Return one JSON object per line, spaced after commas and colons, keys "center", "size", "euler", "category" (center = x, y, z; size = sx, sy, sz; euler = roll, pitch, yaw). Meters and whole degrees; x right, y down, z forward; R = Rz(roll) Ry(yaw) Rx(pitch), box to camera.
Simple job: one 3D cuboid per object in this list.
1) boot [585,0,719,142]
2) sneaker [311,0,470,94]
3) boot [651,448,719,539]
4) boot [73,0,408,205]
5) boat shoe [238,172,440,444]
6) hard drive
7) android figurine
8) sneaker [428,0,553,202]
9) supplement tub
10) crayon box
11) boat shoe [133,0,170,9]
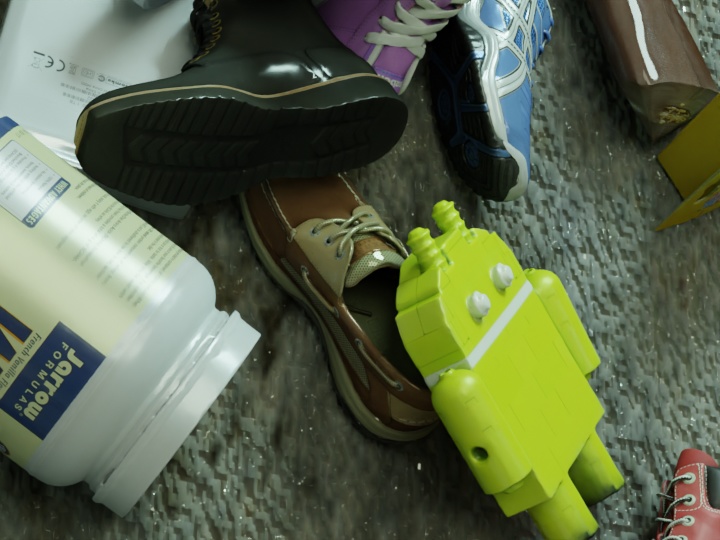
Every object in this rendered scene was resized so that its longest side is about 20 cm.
{"center": [0.146, -0.182, 1.521], "size": [0.186, 0.064, 0.200], "euler": [5, 64, -53], "category": "boot"}
{"center": [0.044, -0.159, 1.437], "size": [0.073, 0.200, 0.114], "euler": [16, 71, -38], "category": "sneaker"}
{"center": [0.162, 0.172, 1.407], "size": [0.200, 0.072, 0.144], "euler": [1, 63, -24], "category": "boot"}
{"center": [-0.090, -0.111, 1.386], "size": [0.200, 0.077, 0.138], "euler": [-4, 45, -36], "category": "boot"}
{"center": [0.000, 0.000, 1.412], "size": [0.076, 0.074, 0.200], "euler": [-25, 79, -28], "category": "boat shoe"}
{"center": [-0.143, -0.140, 1.445], "size": [0.132, 0.026, 0.200], "euler": [18, 62, -13], "category": "hard drive"}
{"center": [0.083, 0.056, 1.391], "size": [0.200, 0.041, 0.182], "euler": [61, 28, -8], "category": "android figurine"}
{"center": [0.084, -0.136, 1.502], "size": [0.077, 0.076, 0.200], "euler": [0, 67, -21], "category": "sneaker"}
{"center": [-0.168, 0.022, 1.297], "size": [0.200, 0.145, 0.145], "euler": [37, 60, -2], "category": "supplement tub"}
{"center": [0.272, -0.101, 1.531], "size": [0.200, 0.127, 0.051], "euler": [-25, 78, -29], "category": "crayon box"}
{"center": [-0.090, -0.236, 1.450], "size": [0.086, 0.075, 0.202], "euler": [44, 58, 0], "category": "boat shoe"}
